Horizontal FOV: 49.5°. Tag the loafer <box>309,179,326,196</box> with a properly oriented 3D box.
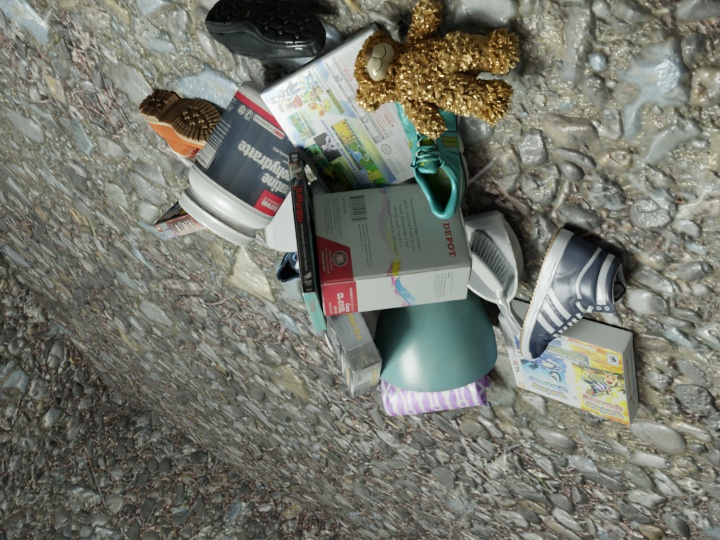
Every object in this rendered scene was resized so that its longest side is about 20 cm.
[{"bbox_3d":[0.006,-0.084,1.188,0.198,0.069,0.070,29,174,4],"label":"loafer"}]

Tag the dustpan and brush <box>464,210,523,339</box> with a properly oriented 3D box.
[{"bbox_3d":[0.195,0.017,1.116,0.201,0.058,0.138,50,151,-19],"label":"dustpan and brush"}]

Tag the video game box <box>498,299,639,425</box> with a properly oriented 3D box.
[{"bbox_3d":[0.317,0.139,1.188,0.197,0.047,0.184,16,147,36],"label":"video game box"}]

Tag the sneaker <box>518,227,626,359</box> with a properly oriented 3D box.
[{"bbox_3d":[0.280,0.052,1.029,0.107,0.070,0.204,23,126,21],"label":"sneaker"}]

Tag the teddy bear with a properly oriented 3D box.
[{"bbox_3d":[0.079,-0.219,0.857,0.197,0.067,0.148,28,113,17],"label":"teddy bear"}]

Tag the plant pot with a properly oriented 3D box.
[{"bbox_3d":[0.110,0.074,1.207,0.197,0.199,0.138,13,123,38],"label":"plant pot"}]

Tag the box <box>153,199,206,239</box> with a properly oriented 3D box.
[{"bbox_3d":[-0.280,-0.124,1.404,0.198,0.137,0.040,-7,128,54],"label":"box"}]

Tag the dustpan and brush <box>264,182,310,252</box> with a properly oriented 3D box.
[{"bbox_3d":[-0.071,-0.085,1.301,0.197,0.057,0.142,18,123,31],"label":"dustpan and brush"}]

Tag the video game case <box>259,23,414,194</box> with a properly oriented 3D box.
[{"bbox_3d":[-0.006,-0.191,1.019,0.180,0.022,0.201,-22,121,26],"label":"video game case"}]

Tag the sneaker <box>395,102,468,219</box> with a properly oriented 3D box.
[{"bbox_3d":[0.089,-0.157,0.956,0.076,0.080,0.203,-10,121,25],"label":"sneaker"}]

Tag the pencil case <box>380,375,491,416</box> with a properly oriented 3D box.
[{"bbox_3d":[0.134,0.212,1.408,0.196,0.086,0.085,-10,178,20],"label":"pencil case"}]

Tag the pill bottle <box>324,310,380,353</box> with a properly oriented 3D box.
[{"bbox_3d":[0.016,0.125,1.404,0.118,0.121,0.200,26,170,21],"label":"pill bottle"}]

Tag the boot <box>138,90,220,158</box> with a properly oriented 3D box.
[{"bbox_3d":[-0.285,-0.233,1.329,0.198,0.075,0.108,27,155,38],"label":"boot"}]

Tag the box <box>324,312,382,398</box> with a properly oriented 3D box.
[{"bbox_3d":[-0.021,0.097,1.198,0.201,0.047,0.161,92,155,-70],"label":"box"}]

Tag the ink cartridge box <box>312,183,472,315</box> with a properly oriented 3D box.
[{"bbox_3d":[0.040,-0.031,1.044,0.195,0.148,0.084,-6,145,-2],"label":"ink cartridge box"}]

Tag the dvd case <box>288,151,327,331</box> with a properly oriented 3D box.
[{"bbox_3d":[-0.072,-0.037,1.064,0.021,0.204,0.147,-9,157,0],"label":"dvd case"}]

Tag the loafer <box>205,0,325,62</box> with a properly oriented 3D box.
[{"bbox_3d":[-0.117,-0.306,1.013,0.198,0.069,0.071,20,163,35],"label":"loafer"}]

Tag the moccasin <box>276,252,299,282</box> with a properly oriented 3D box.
[{"bbox_3d":[-0.094,-0.017,1.415,0.080,0.069,0.200,41,150,-6],"label":"moccasin"}]

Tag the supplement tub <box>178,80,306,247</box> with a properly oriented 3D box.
[{"bbox_3d":[-0.158,-0.152,1.119,0.139,0.202,0.140,33,-173,-4],"label":"supplement tub"}]
